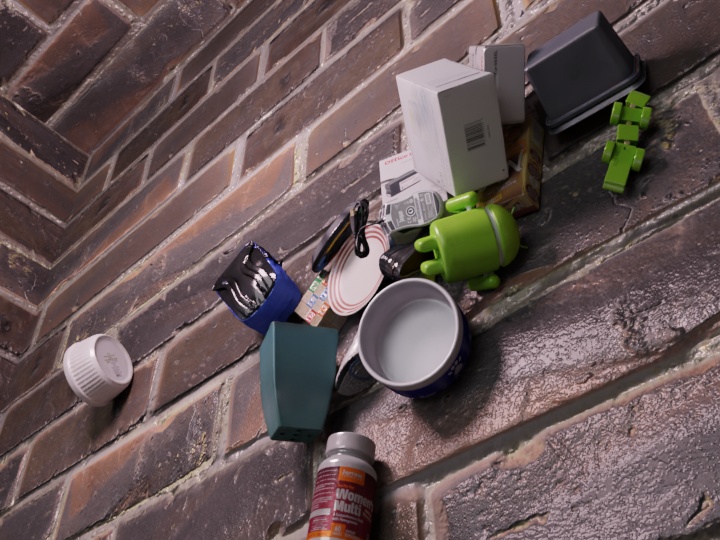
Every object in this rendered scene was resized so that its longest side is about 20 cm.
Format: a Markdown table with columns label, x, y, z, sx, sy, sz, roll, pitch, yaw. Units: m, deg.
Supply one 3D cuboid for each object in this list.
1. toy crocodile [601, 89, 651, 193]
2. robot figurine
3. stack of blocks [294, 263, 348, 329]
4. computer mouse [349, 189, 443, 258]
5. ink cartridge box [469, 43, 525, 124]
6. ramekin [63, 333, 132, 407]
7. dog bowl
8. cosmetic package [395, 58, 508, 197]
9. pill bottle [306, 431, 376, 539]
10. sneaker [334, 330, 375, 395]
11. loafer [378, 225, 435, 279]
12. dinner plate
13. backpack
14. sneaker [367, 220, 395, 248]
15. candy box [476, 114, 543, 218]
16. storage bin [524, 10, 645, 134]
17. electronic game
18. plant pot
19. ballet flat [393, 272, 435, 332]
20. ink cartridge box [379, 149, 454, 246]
| label | x | y | z | sx | sy | sz | roll | pitch | yaw |
| --- | --- | --- | --- | --- | --- | --- | --- | --- | --- |
| toy crocodile | 0.456 | -0.223 | 1.365 | 0.066 | 0.062 | 0.204 | 12 | 71 | 16 |
| robot figurine | 0.200 | -0.049 | 1.440 | 0.195 | 0.180 | 0.116 | -17 | 1 | -2 |
| stack of blocks | -0.050 | 0.039 | 1.764 | 0.202 | 0.058 | 0.115 | -56 | 33 | -2 |
| computer mouse | 0.074 | -0.100 | 1.567 | 0.196 | 0.044 | 0.112 | -14 | 74 | 17 |
| ink cartridge box | 0.270 | -0.374 | 1.586 | 0.082 | 0.150 | 0.200 | -3 | 16 | 0 |
| ramekin | -0.755 | 0.282 | 2.319 | 0.104 | 0.201 | 0.202 | -30 | 39 | 15 |
| dog bowl | 0.097 | 0.122 | 1.429 | 0.196 | 0.079 | 0.205 | -12 | 61 | 23 |
| cosmetic package | 0.172 | -0.276 | 1.518 | 0.120 | 0.203 | 0.200 | -20 | 26 | -12 |
| pill bottle | -0.028 | 0.393 | 1.376 | 0.108 | 0.109 | 0.204 | -23 | 44 | 38 |
| sneaker | 0.012 | 0.159 | 1.587 | 0.202 | 0.074 | 0.087 | -55 | 19 | -10 |
| loafer | 0.133 | -0.037 | 1.550 | 0.198 | 0.074 | 0.072 | -33 | 29 | -14 |
| dinner plate | 0.000 | 0.000 | 1.650 | 0.199 | 0.024 | 0.204 | -34 | 44 | 40 |
| backpack | -0.223 | 0.052 | 1.872 | 0.164 | 0.167 | 0.200 | -54 | 37 | 4 |
| sneaker | 0.039 | -0.070 | 1.734 | 0.075 | 0.079 | 0.200 | -53 | 32 | 3 |
| candy box | 0.291 | -0.193 | 1.546 | 0.114 | 0.055 | 0.204 | -22 | 44 | 41 |
| storage bin | 0.406 | -0.377 | 1.472 | 0.198 | 0.135 | 0.147 | -26 | 24 | 34 |
| electronic game | -0.045 | -0.077 | 1.784 | 0.201 | 0.041 | 0.200 | -53 | -5 | -7 |
| plant pot | -0.126 | 0.231 | 1.590 | 0.142 | 0.138 | 0.204 | 123 | 150 | -57 |
| ballet flat | 0.101 | 0.052 | 1.556 | 0.066 | 0.067 | 0.204 | -16 | 48 | 43 |
| ink cartridge box | 0.120 | -0.164 | 1.676 | 0.142 | 0.085 | 0.203 | -18 | 43 | 14 |
